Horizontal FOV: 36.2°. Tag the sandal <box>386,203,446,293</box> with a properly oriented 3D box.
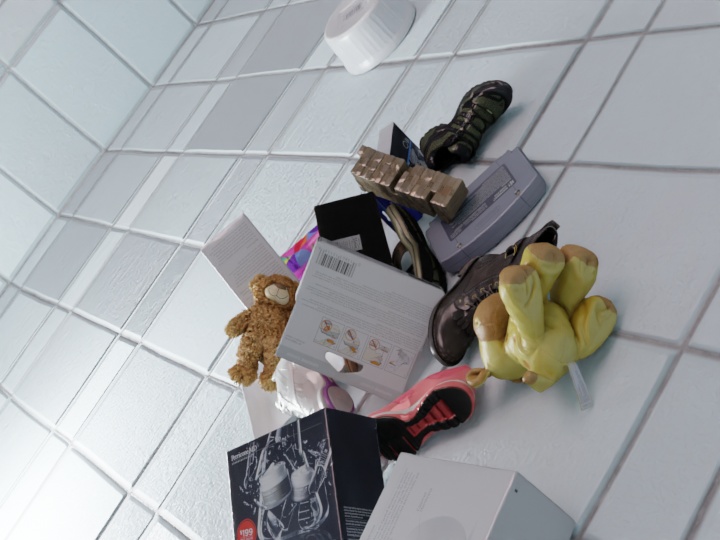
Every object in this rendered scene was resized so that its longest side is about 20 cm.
[{"bbox_3d":[0.077,-0.018,1.676,0.057,0.080,0.202,-37,44,16],"label":"sandal"}]

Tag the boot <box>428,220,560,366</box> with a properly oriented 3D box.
[{"bbox_3d":[0.180,0.028,1.478,0.174,0.069,0.202,-26,33,58],"label":"boot"}]

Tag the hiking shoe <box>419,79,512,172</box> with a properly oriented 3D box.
[{"bbox_3d":[0.182,-0.226,1.822,0.200,0.075,0.102,-42,36,32],"label":"hiking shoe"}]

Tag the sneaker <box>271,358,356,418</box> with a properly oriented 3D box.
[{"bbox_3d":[-0.071,0.199,1.647,0.100,0.074,0.201,-52,45,18],"label":"sneaker"}]

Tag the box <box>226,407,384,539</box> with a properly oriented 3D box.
[{"bbox_3d":[-0.070,0.302,1.442,0.199,0.103,0.185,-28,58,34],"label":"box"}]

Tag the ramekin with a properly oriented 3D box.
[{"bbox_3d":[0.013,-0.533,2.378,0.199,0.098,0.202,-35,32,25],"label":"ramekin"}]

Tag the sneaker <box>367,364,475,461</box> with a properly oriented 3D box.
[{"bbox_3d":[0.082,0.189,1.482,0.199,0.074,0.087,-30,14,32],"label":"sneaker"}]

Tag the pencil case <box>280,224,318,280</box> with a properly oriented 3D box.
[{"bbox_3d":[-0.074,-0.032,1.926,0.199,0.088,0.089,-39,30,23],"label":"pencil case"}]

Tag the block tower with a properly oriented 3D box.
[{"bbox_3d":[0.074,-0.135,1.725,0.198,0.054,0.058,25,73,35],"label":"block tower"}]

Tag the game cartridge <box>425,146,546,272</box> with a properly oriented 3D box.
[{"bbox_3d":[0.189,-0.090,1.675,0.200,0.041,0.134,-42,34,13],"label":"game cartridge"}]

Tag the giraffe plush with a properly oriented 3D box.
[{"bbox_3d":[0.207,0.076,1.368,0.162,0.170,0.204,-18,75,59],"label":"giraffe plush"}]

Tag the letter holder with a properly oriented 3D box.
[{"bbox_3d":[0.000,0.000,1.697,0.099,0.144,0.201,-14,37,0],"label":"letter holder"}]

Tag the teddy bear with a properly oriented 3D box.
[{"bbox_3d":[-0.148,0.097,1.767,0.143,0.067,0.202,24,73,18],"label":"teddy bear"}]

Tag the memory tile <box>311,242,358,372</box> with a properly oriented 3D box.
[{"bbox_3d":[-0.038,0.059,1.709,0.017,0.155,0.201,-19,34,5],"label":"memory tile"}]

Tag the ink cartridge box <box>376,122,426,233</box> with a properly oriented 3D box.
[{"bbox_3d":[0.066,-0.151,1.853,0.039,0.099,0.202,-27,36,31],"label":"ink cartridge box"}]

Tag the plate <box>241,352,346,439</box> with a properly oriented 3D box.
[{"bbox_3d":[-0.105,0.173,1.782,0.199,0.032,0.201,-44,29,10],"label":"plate"}]

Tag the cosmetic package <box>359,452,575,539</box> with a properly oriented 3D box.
[{"bbox_3d":[0.100,0.326,1.218,0.199,0.123,0.201,-1,55,52],"label":"cosmetic package"}]

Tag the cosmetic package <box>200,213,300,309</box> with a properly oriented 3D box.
[{"bbox_3d":[-0.171,0.015,1.875,0.101,0.201,0.071,-39,-15,-5],"label":"cosmetic package"}]

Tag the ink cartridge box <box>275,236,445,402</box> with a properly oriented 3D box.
[{"bbox_3d":[-0.001,0.071,1.566,0.044,0.197,0.176,-102,34,-79],"label":"ink cartridge box"}]
